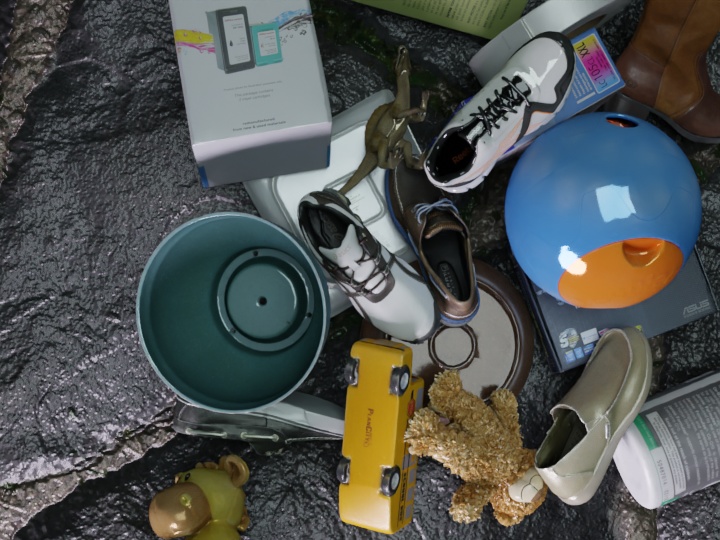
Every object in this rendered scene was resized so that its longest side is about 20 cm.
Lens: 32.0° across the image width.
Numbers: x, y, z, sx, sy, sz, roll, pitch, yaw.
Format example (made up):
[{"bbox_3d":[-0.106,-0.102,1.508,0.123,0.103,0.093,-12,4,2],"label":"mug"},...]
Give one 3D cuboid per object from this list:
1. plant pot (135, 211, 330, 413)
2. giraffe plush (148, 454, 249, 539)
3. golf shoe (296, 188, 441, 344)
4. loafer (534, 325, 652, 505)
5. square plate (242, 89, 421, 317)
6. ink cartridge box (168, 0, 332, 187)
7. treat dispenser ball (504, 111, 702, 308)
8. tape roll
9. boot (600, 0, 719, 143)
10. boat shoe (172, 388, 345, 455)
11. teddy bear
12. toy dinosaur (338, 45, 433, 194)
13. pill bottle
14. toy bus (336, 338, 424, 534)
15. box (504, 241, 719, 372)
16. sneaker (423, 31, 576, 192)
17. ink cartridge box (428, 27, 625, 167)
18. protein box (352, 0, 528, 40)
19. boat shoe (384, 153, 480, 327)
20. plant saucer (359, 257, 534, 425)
[{"bbox_3d":[-0.117,0.038,1.310,0.198,0.134,0.202,1,94,12],"label":"plant pot"},{"bbox_3d":[-0.155,0.277,1.284,0.171,0.200,0.164,-16,81,18],"label":"giraffe plush"},{"bbox_3d":[0.000,0.000,1.297,0.200,0.094,0.078,46,100,10],"label":"golf shoe"},{"bbox_3d":[0.245,0.147,1.326,0.068,0.075,0.201,27,81,-30],"label":"loafer"},{"bbox_3d":[-0.007,-0.075,1.397,0.199,0.028,0.199,-28,88,-7],"label":"square plate"},{"bbox_3d":[-0.117,-0.214,1.325,0.145,0.147,0.202,-10,77,-5],"label":"ink cartridge box"},{"bbox_3d":[0.247,-0.061,1.284,0.199,0.201,0.203,0,85,-5],"label":"treat dispenser ball"},{"bbox_3d":[0.209,-0.261,1.347,0.202,0.203,0.037,-32,89,-7],"label":"tape roll"},{"bbox_3d":[0.379,-0.246,1.370,0.187,0.069,0.201,14,128,-5],"label":"boot"},{"bbox_3d":[-0.102,0.163,1.351,0.198,0.071,0.064,11,98,-5],"label":"boat shoe"},{"bbox_3d":[0.132,0.193,1.333,0.145,0.067,0.201,-43,106,-36],"label":"teddy bear"},{"bbox_3d":[0.028,-0.137,1.352,0.058,0.101,0.201,23,97,-39],"label":"toy dinosaur"},{"bbox_3d":[0.380,0.173,1.371,0.198,0.113,0.114,-21,87,-6],"label":"pill bottle"},{"bbox_3d":[0.023,0.173,1.324,0.065,0.078,0.202,10,101,28],"label":"toy bus"},{"bbox_3d":[0.281,0.007,1.406,0.198,0.051,0.159,-19,86,-7],"label":"box"},{"bbox_3d":[0.139,-0.152,1.246,0.074,0.080,0.200,43,108,10],"label":"sneaker"},{"bbox_3d":[0.173,-0.171,1.368,0.199,0.136,0.077,-31,88,-7],"label":"ink cartridge box"},{"bbox_3d":[0.098,-0.376,1.333,0.198,0.199,0.136,14,63,-4],"label":"protein box"},{"bbox_3d":[0.084,-0.043,1.341,0.072,0.072,0.201,-20,76,-12],"label":"boat shoe"},{"bbox_3d":[0.099,0.083,1.383,0.198,0.034,0.202,0,91,-8],"label":"plant saucer"}]
